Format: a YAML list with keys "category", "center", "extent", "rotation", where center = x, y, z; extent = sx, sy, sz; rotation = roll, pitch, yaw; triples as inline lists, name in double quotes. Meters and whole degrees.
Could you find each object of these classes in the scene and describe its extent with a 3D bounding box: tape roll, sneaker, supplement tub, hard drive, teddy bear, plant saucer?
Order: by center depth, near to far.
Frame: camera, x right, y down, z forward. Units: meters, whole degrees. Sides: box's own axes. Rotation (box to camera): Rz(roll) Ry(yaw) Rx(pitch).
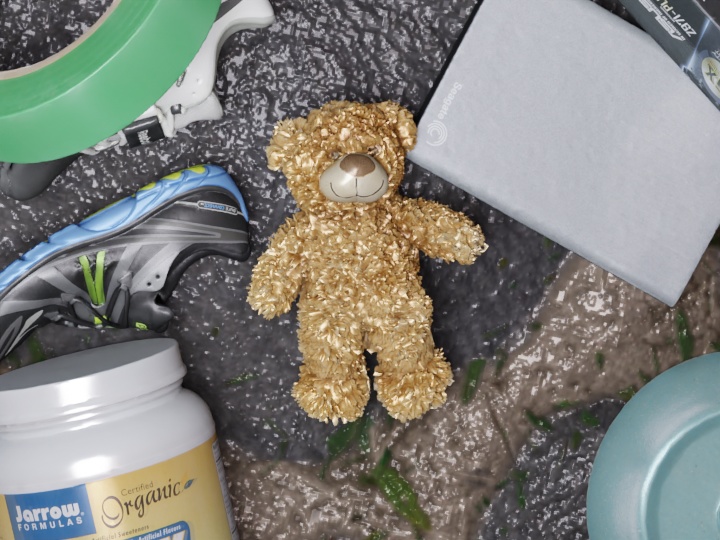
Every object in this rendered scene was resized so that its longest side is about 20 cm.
- category: "tape roll"
  center: [-0.172, -0.159, 1.023]
  extent: [0.198, 0.048, 0.202]
  rotation: [-14, 57, 22]
- category: "supplement tub"
  center: [-0.146, 0.153, 1.069]
  extent: [0.143, 0.145, 0.202]
  rotation: [-13, 96, -2]
- category: "sneaker"
  center: [-0.132, -0.106, 1.074]
  extent: [0.088, 0.074, 0.200]
  rotation: [42, 93, -4]
- category: "teddy bear"
  center: [0.000, 0.000, 1.089]
  extent: [0.143, 0.067, 0.202]
  rotation: [14, 106, 9]
- category: "sneaker"
  center: [-0.155, 0.009, 1.092]
  extent: [0.198, 0.071, 0.083]
  rotation: [-28, 91, -3]
- category: "hard drive"
  center: [0.141, -0.087, 1.120]
  extent: [0.199, 0.033, 0.141]
  rotation: [28, 94, -5]
- category: "plant saucer"
  center: [0.245, 0.153, 1.149]
  extent: [0.197, 0.036, 0.203]
  rotation: [0, 96, -4]

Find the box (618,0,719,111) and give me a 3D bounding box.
- category: "box"
  center: [0.224, -0.219, 1.070]
  extent: [0.200, 0.086, 0.164]
  rotation: [45, 79, -6]
